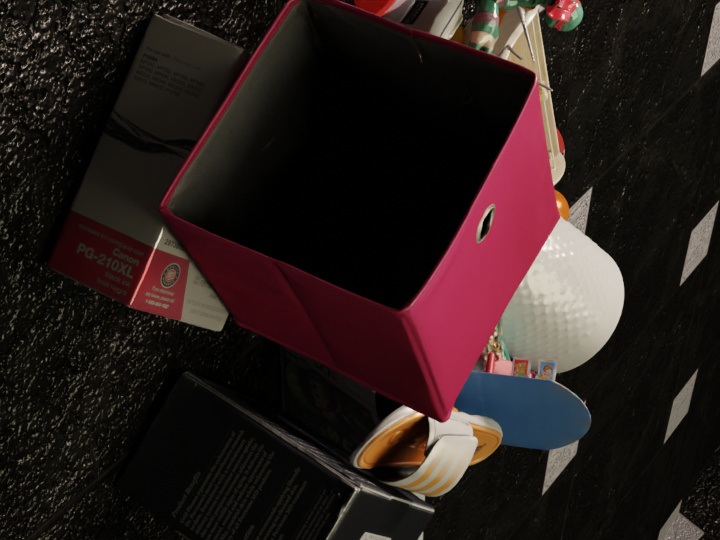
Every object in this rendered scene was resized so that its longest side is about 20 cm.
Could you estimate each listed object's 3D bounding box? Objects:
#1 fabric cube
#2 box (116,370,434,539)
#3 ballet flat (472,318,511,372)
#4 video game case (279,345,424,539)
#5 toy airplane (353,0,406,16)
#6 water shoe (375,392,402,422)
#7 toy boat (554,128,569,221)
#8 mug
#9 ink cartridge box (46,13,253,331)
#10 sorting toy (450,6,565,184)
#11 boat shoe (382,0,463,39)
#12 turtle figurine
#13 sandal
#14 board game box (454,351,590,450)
[{"bbox_3d":[0.010,-0.042,1.072,0.197,0.199,0.200,-59,157,-18],"label":"fabric cube"},{"bbox_3d":[-0.070,0.200,1.321,0.124,0.196,0.200,-58,154,-1],"label":"box"},{"bbox_3d":[0.101,0.055,1.419,0.064,0.076,0.200,-28,142,-11],"label":"ballet flat"},{"bbox_3d":[-0.009,0.163,1.437,0.023,0.182,0.201,-32,140,-32],"label":"video game case"},{"bbox_3d":[0.037,-0.312,1.159,0.200,0.141,0.199,-60,154,-12],"label":"toy airplane"},{"bbox_3d":[0.032,0.047,1.272,0.079,0.072,0.201,2,120,-29],"label":"water shoe"},{"bbox_3d":[0.167,-0.079,1.631,0.200,0.130,0.131,-49,151,-31],"label":"toy boat"},{"bbox_3d":[0.140,0.018,1.530,0.200,0.148,0.175,-35,135,23],"label":"mug"},{"bbox_3d":[-0.127,-0.069,1.115,0.201,0.084,0.145,-66,156,0],"label":"ink cartridge box"},{"bbox_3d":[0.135,-0.140,1.438,0.180,0.106,0.201,-85,164,-53],"label":"sorting toy"},{"bbox_3d":[0.037,-0.194,1.355,0.200,0.071,0.070,-57,152,-34],"label":"boat shoe"},{"bbox_3d":[0.128,-0.255,1.319,0.101,0.200,0.150,-47,175,31],"label":"turtle figurine"},{"bbox_3d":[0.076,0.160,1.308,0.079,0.059,0.206,-49,148,21],"label":"sandal"},{"bbox_3d":[0.120,0.115,1.420,0.158,0.199,0.039,75,25,-59],"label":"board game box"}]
